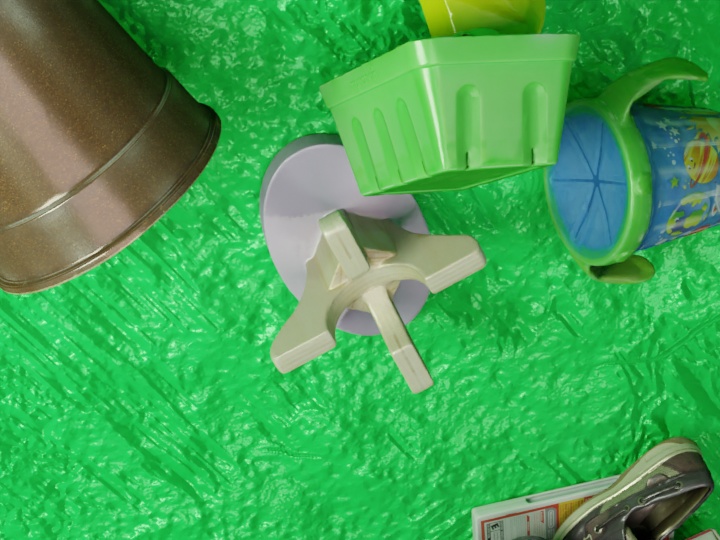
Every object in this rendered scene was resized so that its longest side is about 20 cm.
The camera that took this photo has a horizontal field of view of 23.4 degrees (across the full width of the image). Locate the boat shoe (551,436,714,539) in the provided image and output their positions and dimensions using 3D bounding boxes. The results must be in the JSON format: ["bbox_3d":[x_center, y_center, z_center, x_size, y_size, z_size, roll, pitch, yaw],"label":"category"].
[{"bbox_3d":[0.250,0.241,1.623,0.072,0.065,0.200,33,109,-34],"label":"boat shoe"}]

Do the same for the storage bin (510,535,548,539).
[{"bbox_3d":[0.127,0.347,1.624,0.200,0.094,0.135,-32,127,29],"label":"storage bin"}]

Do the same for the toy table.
[{"bbox_3d":[0.000,0.000,1.388,0.184,0.117,0.200,-37,125,9],"label":"toy table"}]

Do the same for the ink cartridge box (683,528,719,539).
[{"bbox_3d":[0.317,0.366,1.720,0.146,0.083,0.200,-25,132,0],"label":"ink cartridge box"}]

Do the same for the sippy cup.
[{"bbox_3d":[0.237,-0.078,1.406,0.130,0.140,0.178,-9,163,-23],"label":"sippy cup"}]

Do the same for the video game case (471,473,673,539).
[{"bbox_3d":[0.207,0.266,1.678,0.200,0.017,0.143,-11,124,-9],"label":"video game case"}]

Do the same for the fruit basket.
[{"bbox_3d":[0.069,-0.164,1.277,0.155,0.216,0.216,-5,123,-22],"label":"fruit basket"}]

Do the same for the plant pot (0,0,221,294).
[{"bbox_3d":[-0.233,-0.124,1.207,0.200,0.200,0.198,-33,116,6],"label":"plant pot"}]
